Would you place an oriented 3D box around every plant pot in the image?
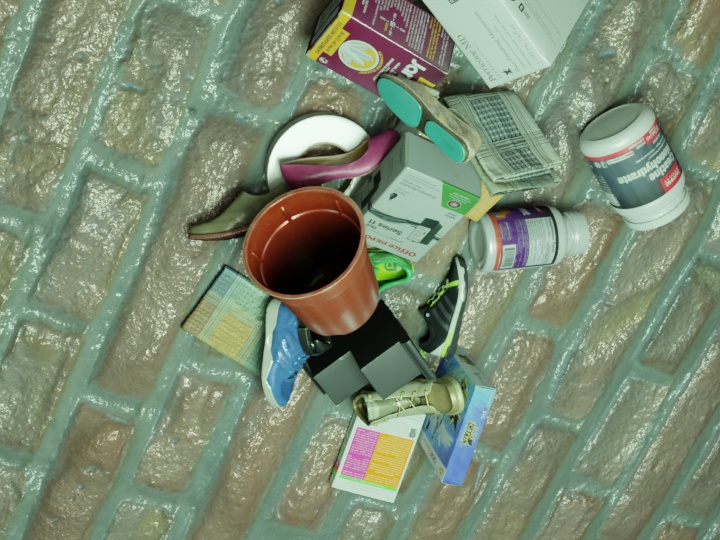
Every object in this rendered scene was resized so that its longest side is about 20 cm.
[{"bbox_3d":[-0.063,0.000,1.464,0.201,0.201,0.195,-31,147,-1],"label":"plant pot"}]

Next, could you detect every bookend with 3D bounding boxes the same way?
[{"bbox_3d":[0.007,0.174,1.605,0.199,0.200,0.092,-36,113,0],"label":"bookend"}]

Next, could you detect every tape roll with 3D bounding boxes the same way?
[{"bbox_3d":[-0.063,-0.172,1.554,0.202,0.037,0.203,-4,109,-12],"label":"tape roll"}]

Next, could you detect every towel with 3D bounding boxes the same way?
[{"bbox_3d":[0.243,-0.219,1.510,0.192,0.035,0.200,-13,70,-41],"label":"towel"},{"bbox_3d":[-0.202,0.098,1.626,0.200,0.022,0.147,34,97,-20],"label":"towel"}]

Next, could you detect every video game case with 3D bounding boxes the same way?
[{"bbox_3d":[0.174,0.268,1.686,0.045,0.181,0.200,12,105,-18],"label":"video game case"}]

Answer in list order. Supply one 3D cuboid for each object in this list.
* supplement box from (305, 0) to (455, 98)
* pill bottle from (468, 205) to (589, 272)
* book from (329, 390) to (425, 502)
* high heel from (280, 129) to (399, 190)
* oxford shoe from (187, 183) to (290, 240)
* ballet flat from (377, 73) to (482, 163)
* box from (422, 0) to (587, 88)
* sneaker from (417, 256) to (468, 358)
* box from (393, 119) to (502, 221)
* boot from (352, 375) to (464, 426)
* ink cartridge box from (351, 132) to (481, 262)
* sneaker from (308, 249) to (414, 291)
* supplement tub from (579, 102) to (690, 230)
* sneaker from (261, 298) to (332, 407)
[{"bbox_3d":[0.034,-0.365,1.444,0.200,0.131,0.103,25,58,-19],"label":"supplement box"},{"bbox_3d":[0.308,-0.060,1.642,0.200,0.111,0.112,-6,110,-12],"label":"pill bottle"},{"bbox_3d":[0.034,0.342,1.754,0.133,0.048,0.200,17,102,-17],"label":"book"},{"bbox_3d":[-0.034,-0.194,1.501,0.200,0.067,0.096,-35,114,7],"label":"high heel"},{"bbox_3d":[-0.202,-0.096,1.528,0.200,0.070,0.075,-13,90,9],"label":"oxford shoe"},{"bbox_3d":[0.113,-0.247,1.423,0.200,0.068,0.067,46,58,11],"label":"ballet flat"},{"bbox_3d":[0.236,-0.439,1.433,0.199,0.131,0.200,46,58,-23],"label":"box"},{"bbox_3d":[0.149,0.070,1.670,0.083,0.072,0.200,10,99,1],"label":"sneaker"},{"bbox_3d":[0.154,-0.189,1.540,0.200,0.098,0.124,23,139,-19],"label":"box"},{"bbox_3d":[0.085,0.238,1.624,0.154,0.200,0.072,-9,89,-24],"label":"boot"},{"bbox_3d":[0.085,-0.115,1.493,0.146,0.083,0.200,20,140,-21],"label":"ink cartridge box"},{"bbox_3d":[0.000,0.000,1.604,0.200,0.084,0.074,-7,111,-10],"label":"sneaker"},{"bbox_3d":[0.497,-0.187,1.626,0.140,0.140,0.200,-36,113,1],"label":"supplement tub"},{"bbox_3d":[-0.108,0.151,1.587,0.111,0.077,0.200,6,98,21],"label":"sneaker"}]
